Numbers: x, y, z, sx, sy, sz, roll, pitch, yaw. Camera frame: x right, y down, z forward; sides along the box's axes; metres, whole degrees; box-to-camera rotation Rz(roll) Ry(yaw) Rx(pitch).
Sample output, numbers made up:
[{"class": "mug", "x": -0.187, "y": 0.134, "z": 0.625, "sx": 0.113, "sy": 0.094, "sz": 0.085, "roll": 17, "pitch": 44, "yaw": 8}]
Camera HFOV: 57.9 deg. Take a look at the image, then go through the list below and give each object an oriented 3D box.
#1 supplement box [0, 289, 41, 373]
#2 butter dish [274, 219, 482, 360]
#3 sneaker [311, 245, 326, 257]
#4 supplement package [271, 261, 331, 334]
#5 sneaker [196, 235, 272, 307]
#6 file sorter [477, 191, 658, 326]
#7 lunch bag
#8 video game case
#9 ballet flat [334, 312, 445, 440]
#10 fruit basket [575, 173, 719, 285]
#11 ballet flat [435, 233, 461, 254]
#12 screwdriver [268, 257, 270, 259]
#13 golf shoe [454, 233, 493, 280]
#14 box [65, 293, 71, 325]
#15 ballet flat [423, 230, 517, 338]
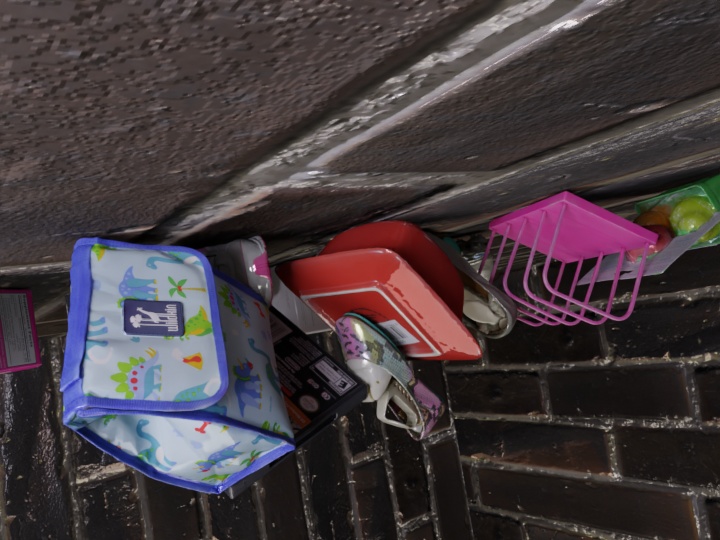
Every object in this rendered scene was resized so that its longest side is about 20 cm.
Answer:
[{"class": "supplement box", "x": -0.473, "y": 0.078, "z": 0.737, "sx": 0.100, "sy": 0.105, "sz": 0.200, "roll": -11, "pitch": 175, "yaw": 8}, {"class": "butter dish", "x": 0.038, "y": 0.006, "z": 0.771, "sx": 0.199, "sy": 0.149, "sz": 0.200, "roll": -9, "pitch": 134, "yaw": 44}, {"class": "sneaker", "x": 0.000, "y": 0.000, "z": 0.921, "sx": 0.090, "sy": 0.067, "sz": 0.199, "roll": 12, "pitch": -168, "yaw": 28}, {"class": "supplement package", "x": -0.057, "y": 0.043, "z": 1.135, "sx": 0.198, "sy": 0.123, "sz": 0.119, "roll": -6, "pitch": 175, "yaw": -34}, {"class": "sneaker", "x": -0.164, "y": 0.014, "z": 0.717, "sx": 0.088, "sy": 0.082, "sz": 0.199, "roll": -9, "pitch": 176, "yaw": -38}, {"class": "file sorter", "x": 0.260, "y": -0.002, "z": 0.869, "sx": 0.138, "sy": 0.127, "sz": 0.200, "roll": 22, "pitch": 169, "yaw": -12}, {"class": "lunch bag", "x": -0.162, "y": 0.076, "z": 0.562, "sx": 0.127, "sy": 0.171, "sz": 0.200, "roll": -35, "pitch": 138, "yaw": 19}, {"class": "video game case", "x": -0.124, "y": 0.122, "z": 0.709, "sx": 0.180, "sy": 0.026, "sz": 0.199, "roll": -30, "pitch": -130, "yaw": -33}, {"class": "ballet flat", "x": 0.031, "y": 0.134, "z": 0.753, "sx": 0.069, "sy": 0.072, "sz": 0.200, "roll": -4, "pitch": 138, "yaw": 44}, {"class": "fruit basket", "x": 0.414, "y": -0.040, "z": 0.884, "sx": 0.200, "sy": 0.094, "sz": 0.185, "roll": -42, "pitch": -174, "yaw": -16}, {"class": "ballet flat", "x": 0.099, "y": -0.027, "z": 1.013, "sx": 0.072, "sy": 0.069, "sz": 0.200, "roll": 11, "pitch": -175, "yaw": 24}, {"class": "screwdriver", "x": -0.212, "y": 0.005, "z": 0.825, "sx": 0.197, "sy": 0.029, "sz": 0.028, "roll": -5, "pitch": 176, "yaw": -2}, {"class": "golf shoe", "x": 0.138, "y": 0.005, "z": 1.151, "sx": 0.198, "sy": 0.098, "sz": 0.078, "roll": -9, "pitch": -154, "yaw": 23}, {"class": "box", "x": -0.285, "y": 0.035, "z": 0.915, "sx": 0.198, "sy": 0.047, "sz": 0.159, "roll": -9, "pitch": -178, "yaw": -3}, {"class": "ballet flat", "x": 0.116, "y": 0.015, "z": 0.839, "sx": 0.068, "sy": 0.199, "sz": 0.064, "roll": -56, "pitch": 176, "yaw": 27}]
